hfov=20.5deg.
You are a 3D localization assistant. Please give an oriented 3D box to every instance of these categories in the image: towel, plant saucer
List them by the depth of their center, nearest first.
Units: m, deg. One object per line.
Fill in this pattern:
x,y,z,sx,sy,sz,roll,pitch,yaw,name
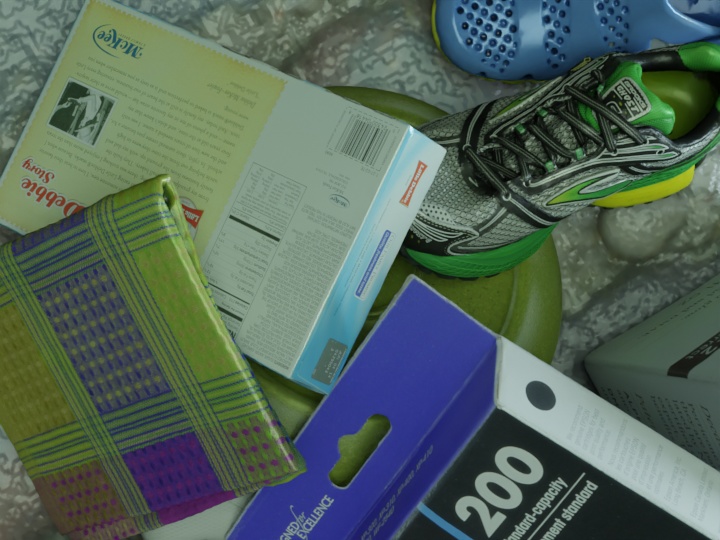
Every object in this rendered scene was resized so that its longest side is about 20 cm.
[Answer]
-0.111,0.045,0.877,0.023,0.199,0.145,-31,96,-41,towel
0.000,0.000,0.920,0.198,0.031,0.202,3,69,-8,plant saucer

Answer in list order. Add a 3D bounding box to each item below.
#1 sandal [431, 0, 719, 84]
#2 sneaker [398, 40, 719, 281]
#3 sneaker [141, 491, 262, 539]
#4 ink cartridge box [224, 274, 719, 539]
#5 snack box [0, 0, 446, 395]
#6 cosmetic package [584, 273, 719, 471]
0.131,-0.134,0.945,0.198,0.087,0.080,-12,97,-6,sandal
0.088,-0.061,0.898,0.199,0.085,0.078,-24,75,-27,sneaker
-0.016,0.096,0.954,0.198,0.075,0.088,-1,111,-6,sneaker
0.055,0.126,0.855,0.199,0.043,0.199,33,129,-1,ink cartridge box
-0.070,-0.038,0.880,0.199,0.037,0.117,26,89,34,snack box
0.236,0.073,0.909,0.164,0.200,0.166,-32,98,-13,cosmetic package
